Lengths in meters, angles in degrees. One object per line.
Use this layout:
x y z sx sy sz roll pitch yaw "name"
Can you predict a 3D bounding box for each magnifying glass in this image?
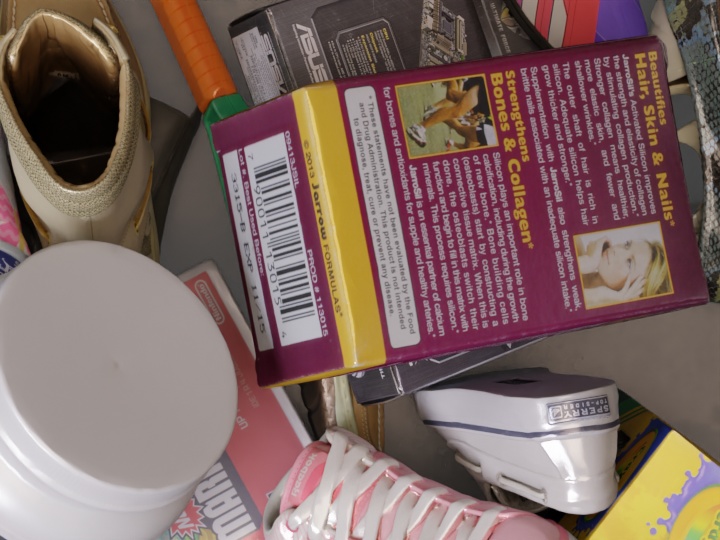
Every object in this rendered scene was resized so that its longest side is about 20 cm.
-0.061 -0.063 1.450 0.022 0.080 0.201 -16 73 -23 "magnifying glass"

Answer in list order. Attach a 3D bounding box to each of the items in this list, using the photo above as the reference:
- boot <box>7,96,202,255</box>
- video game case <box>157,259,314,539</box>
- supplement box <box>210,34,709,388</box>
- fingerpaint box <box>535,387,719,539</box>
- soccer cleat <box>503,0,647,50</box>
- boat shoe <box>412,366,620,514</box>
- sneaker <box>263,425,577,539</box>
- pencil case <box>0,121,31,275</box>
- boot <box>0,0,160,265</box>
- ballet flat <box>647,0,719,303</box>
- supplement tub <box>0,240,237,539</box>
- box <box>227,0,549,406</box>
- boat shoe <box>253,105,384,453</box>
-0.185 -0.043 1.494 0.199 0.078 0.139 17 72 7 "boot"
-0.128 0.101 1.485 0.199 0.017 0.143 -28 80 -9 "video game case"
0.047 -0.028 1.377 0.199 0.103 0.132 -9 86 -29 "supplement box"
0.102 0.163 1.446 0.073 0.167 0.200 38 91 -7 "fingerpaint box"
0.094 -0.184 1.443 0.068 0.073 0.201 -31 98 -37 "soccer cleat"
0.079 0.084 1.429 0.072 0.200 0.066 -9 93 -19 "boat shoe"
0.019 0.127 1.393 0.105 0.200 0.076 41 71 -20 "sneaker"
-0.215 -0.062 1.418 0.083 0.091 0.201 -31 52 22 "pencil case"
-0.139 -0.090 1.391 0.072 0.156 0.201 -9 64 -2 "boot"
0.170 -0.079 1.493 0.074 0.074 0.201 -11 90 -1 "ballet flat"
-0.157 0.086 1.360 0.140 0.200 0.141 18 53 -26 "supplement tub"
0.040 -0.053 1.464 0.158 0.048 0.201 -21 93 -30 "box"
0.000 0.000 1.492 0.076 0.072 0.201 -9 93 -14 "boat shoe"
